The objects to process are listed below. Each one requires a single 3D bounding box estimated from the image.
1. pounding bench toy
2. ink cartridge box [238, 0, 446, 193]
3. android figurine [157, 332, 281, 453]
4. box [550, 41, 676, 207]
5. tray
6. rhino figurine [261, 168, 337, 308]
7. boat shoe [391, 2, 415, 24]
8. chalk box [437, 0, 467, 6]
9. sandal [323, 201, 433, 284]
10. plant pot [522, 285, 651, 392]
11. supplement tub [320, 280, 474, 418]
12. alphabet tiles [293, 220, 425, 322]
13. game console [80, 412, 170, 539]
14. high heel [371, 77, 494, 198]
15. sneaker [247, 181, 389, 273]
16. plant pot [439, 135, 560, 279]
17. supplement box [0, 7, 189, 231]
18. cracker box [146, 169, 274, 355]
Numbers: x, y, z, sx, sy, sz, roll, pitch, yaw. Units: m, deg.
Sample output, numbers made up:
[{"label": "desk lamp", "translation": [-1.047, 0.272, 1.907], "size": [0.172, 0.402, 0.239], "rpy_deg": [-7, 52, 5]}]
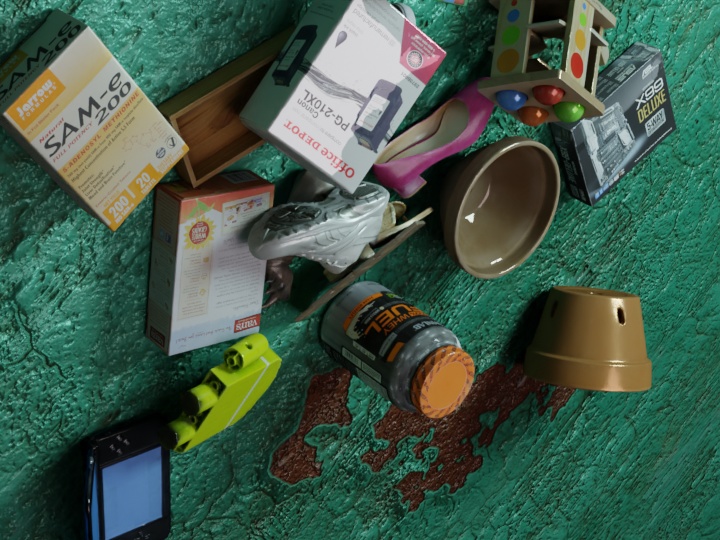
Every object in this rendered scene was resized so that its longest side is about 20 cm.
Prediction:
[{"label": "pounding bench toy", "translation": [0.263, -0.262, 1.758], "size": [0.200, 0.124, 0.157], "rpy_deg": [25, 68, -48]}, {"label": "ink cartridge box", "translation": [-0.021, -0.211, 1.522], "size": [0.145, 0.084, 0.201], "rpy_deg": [34, 89, -34]}, {"label": "android figurine", "translation": [-0.169, 0.153, 1.657], "size": [0.200, 0.041, 0.182], "rpy_deg": [-29, 157, -56]}, {"label": "box", "translation": [0.379, -0.218, 1.990], "size": [0.200, 0.050, 0.158], "rpy_deg": [-41, 135, -17]}, {"label": "tray", "translation": [-0.134, -0.190, 1.536], "size": [0.200, 0.037, 0.099], "rpy_deg": [-35, 133, -22]}, {"label": "rhino figurine", "translation": [-0.078, -0.042, 1.656], "size": [0.087, 0.060, 0.201], "rpy_deg": [29, 90, -50]}, {"label": "boat shoe", "translation": [-0.003, -0.235, 1.615], "size": [0.066, 0.070, 0.201], "rpy_deg": [13, 112, -48]}, {"label": "chalk box", "translation": [0.059, -0.373, 1.485], "size": [0.123, 0.200, 0.126], "rpy_deg": [1, 113, -43]}, {"label": "sandal", "translation": [0.014, -0.061, 1.725], "size": [0.211, 0.070, 0.078], "rpy_deg": [-36, 180, -43]}, {"label": "plant pot", "translation": [0.358, 0.101, 2.073], "size": [0.199, 0.199, 0.141], "rpy_deg": [1, 97, -44]}, {"label": "supplement tub", "translation": [0.050, 0.106, 1.763], "size": [0.122, 0.200, 0.123], "rpy_deg": [-23, 128, -33]}, {"label": "alphabet tiles", "translation": [0.000, 0.000, 1.708], "size": [0.200, 0.008, 0.167], "rpy_deg": [-38, 178, 6]}, {"label": "game console", "translation": [-0.282, 0.303, 1.630], "size": [0.170, 0.118, 0.201], "rpy_deg": [-18, 126, -35]}, {"label": "high heel", "translation": [0.095, -0.186, 1.732], "size": [0.200, 0.067, 0.096], "rpy_deg": [-44, 148, 4]}, {"label": "sneaker", "translation": [-0.045, -0.034, 1.593], "size": [0.199, 0.078, 0.100], "rpy_deg": [-19, 122, -32]}, {"label": "plant pot", "translation": [0.174, -0.097, 1.838], "size": [0.200, 0.093, 0.202], "rpy_deg": [-23, 128, -33]}, {"label": "supplement box", "translation": [-0.285, -0.153, 1.386], "size": [0.126, 0.073, 0.200], "rpy_deg": [-49, 137, -10]}, {"label": "cracker box", "translation": [-0.179, -0.010, 1.584], "size": [0.133, 0.058, 0.201], "rpy_deg": [-13, 121, -39]}]
